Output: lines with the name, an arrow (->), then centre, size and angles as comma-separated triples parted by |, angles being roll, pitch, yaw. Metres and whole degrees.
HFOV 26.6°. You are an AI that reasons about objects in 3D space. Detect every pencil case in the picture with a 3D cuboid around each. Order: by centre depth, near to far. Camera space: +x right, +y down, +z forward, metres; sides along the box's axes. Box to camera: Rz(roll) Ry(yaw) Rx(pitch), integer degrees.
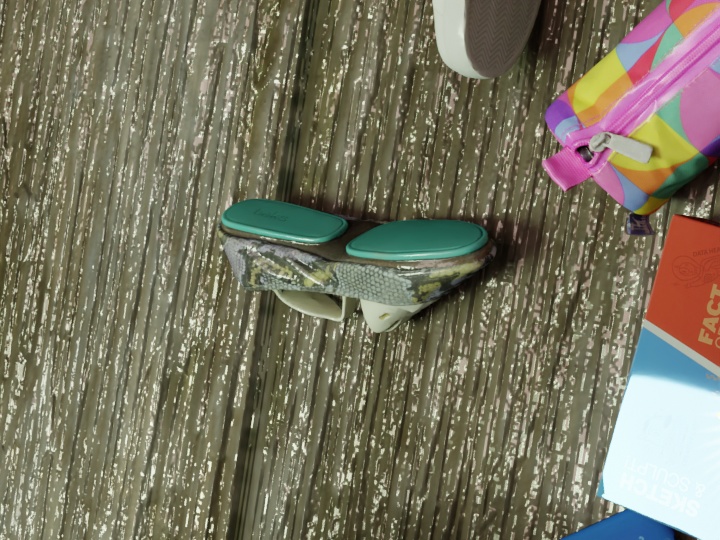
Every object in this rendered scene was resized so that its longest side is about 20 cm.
pencil case -> 0.181, -0.111, 0.755 | 0.200, 0.088, 0.089 | -45, 62, 25

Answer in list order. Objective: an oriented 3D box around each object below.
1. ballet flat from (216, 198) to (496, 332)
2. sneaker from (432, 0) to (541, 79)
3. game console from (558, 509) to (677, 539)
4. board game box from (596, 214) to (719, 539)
ballet flat -> 0.000, 0.000, 0.908 | 0.199, 0.072, 0.073 | 9, 92, 38
sneaker -> 0.044, -0.202, 0.880 | 0.115, 0.073, 0.202 | -2, 76, 39
game console -> 0.123, 0.255, 0.814 | 0.169, 0.118, 0.202 | -24, 70, 1
board game box -> 0.224, 0.072, 0.734 | 0.199, 0.040, 0.155 | 19, 98, 37
